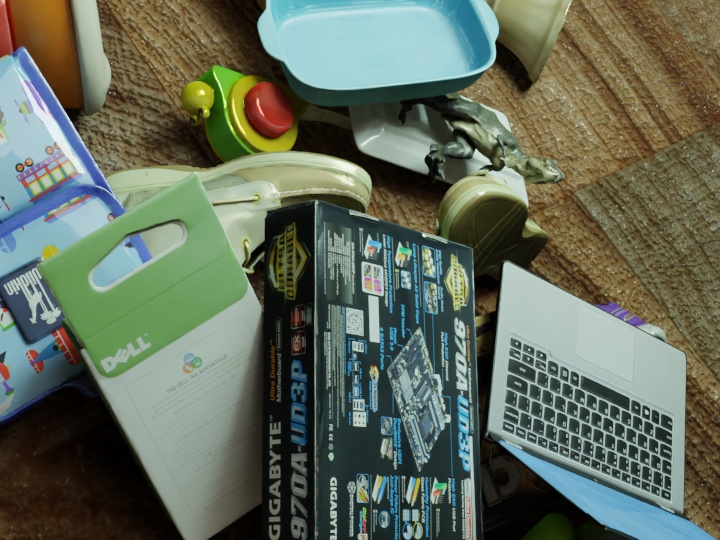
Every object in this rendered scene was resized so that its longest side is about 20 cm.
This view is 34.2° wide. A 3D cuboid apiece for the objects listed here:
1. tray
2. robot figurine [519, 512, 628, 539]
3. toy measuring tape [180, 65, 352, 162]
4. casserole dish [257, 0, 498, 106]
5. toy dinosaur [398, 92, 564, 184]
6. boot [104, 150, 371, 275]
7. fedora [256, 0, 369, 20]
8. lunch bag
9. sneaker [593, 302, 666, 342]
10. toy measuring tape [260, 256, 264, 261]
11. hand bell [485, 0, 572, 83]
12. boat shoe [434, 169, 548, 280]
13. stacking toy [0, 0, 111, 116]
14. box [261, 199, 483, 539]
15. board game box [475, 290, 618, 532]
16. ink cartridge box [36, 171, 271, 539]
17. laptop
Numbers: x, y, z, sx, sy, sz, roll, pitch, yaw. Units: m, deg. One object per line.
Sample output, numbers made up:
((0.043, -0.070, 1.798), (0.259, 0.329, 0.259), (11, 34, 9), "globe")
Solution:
((0.071, -0.124, 1.008), (0.198, 0.022, 0.109), (15, 52, -36), "tray")
((0.163, 0.243, 0.761), (0.176, 0.116, 0.200), (45, 47, -3), "robot figurine")
((-0.056, -0.105, 0.923), (0.198, 0.073, 0.075), (13, 51, -40), "toy measuring tape")
((0.013, -0.181, 0.925), (0.197, 0.039, 0.122), (-8, 58, -19), "casserole dish")
((0.078, -0.121, 0.956), (0.087, 0.048, 0.201), (-20, 58, -33), "toy dinosaur")
((-0.084, 0.003, 0.785), (0.196, 0.072, 0.157), (-5, 61, -2), "boot")
((-0.037, -0.270, 1.035), (0.198, 0.082, 0.203), (18, 48, -21), "fedora")
((-0.217, -0.005, 0.718), (0.150, 0.094, 0.201), (-33, 86, -18), "lunch bag")
((0.147, 0.070, 0.921), (0.197, 0.082, 0.083), (-9, 37, -33), "sneaker")
((0.000, 0.000, 0.861), (0.198, 0.074, 0.074), (28, 48, -11), "toy measuring tape")
((0.100, -0.270, 1.128), (0.197, 0.105, 0.105), (24, 48, 2), "hand bell")
((0.094, -0.040, 0.909), (0.063, 0.073, 0.200), (46, 12, 20), "boat shoe")
((-0.281, -0.171, 0.814), (0.197, 0.147, 0.148), (-10, 61, -14), "stacking toy")
((0.010, 0.072, 0.705), (0.158, 0.046, 0.204), (13, 71, -48), "box")
((0.067, 0.109, 0.799), (0.197, 0.035, 0.137), (-18, 84, -22), "board game box")
((-0.105, 0.050, 0.685), (0.103, 0.059, 0.202), (-31, 116, -16), "ink cartridge box")
((0.185, 0.100, 0.755), (0.186, 0.115, 0.203), (25, 59, -28), "laptop")
